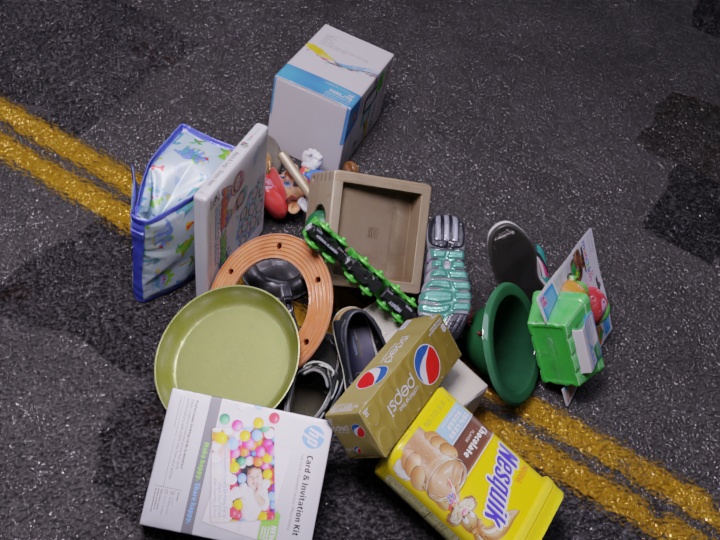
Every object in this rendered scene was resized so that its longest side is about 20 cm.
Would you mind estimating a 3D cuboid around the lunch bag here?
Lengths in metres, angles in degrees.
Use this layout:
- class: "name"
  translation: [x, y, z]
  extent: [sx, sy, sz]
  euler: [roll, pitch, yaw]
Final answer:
- class: "lunch bag"
  translation: [-0.264, -0.076, 1.180]
  extent: [0.126, 0.171, 0.201]
  euler: [21, 48, 6]

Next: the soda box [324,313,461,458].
- class: "soda box"
  translation: [0.044, 0.140, 1.028]
  extent: [0.200, 0.063, 0.068]
  euler: [-45, 112, -41]

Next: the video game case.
- class: "video game case"
  translation: [-0.183, -0.079, 1.185]
  extent: [0.023, 0.202, 0.183]
  euler: [20, 45, 11]

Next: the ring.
- class: "ring"
  translation: [-0.123, 0.049, 1.131]
  extent: [0.197, 0.019, 0.204]
  euler: [-8, 71, 24]

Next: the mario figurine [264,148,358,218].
- class: "mario figurine"
  translation: [-0.076, -0.145, 1.335]
  extent: [0.197, 0.108, 0.123]
  euler: [-11, 7, -33]

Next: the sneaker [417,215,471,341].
- class: "sneaker"
  translation: [0.120, 0.027, 1.190]
  extent: [0.073, 0.088, 0.203]
  euler: [7, 65, 3]

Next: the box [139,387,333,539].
- class: "box"
  translation: [-0.142, 0.237, 0.976]
  extent: [0.196, 0.041, 0.159]
  euler: [13, 73, -5]

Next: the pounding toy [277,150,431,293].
- class: "pounding toy"
  translation: [-0.019, -0.073, 1.226]
  extent: [0.197, 0.188, 0.142]
  euler: [6, 1, -23]

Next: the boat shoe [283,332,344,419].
- class: "boat shoe"
  translation: [-0.057, 0.153, 1.098]
  extent: [0.071, 0.072, 0.202]
  euler: [15, 46, -2]

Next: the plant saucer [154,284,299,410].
- class: "plant saucer"
  translation: [-0.170, 0.117, 1.082]
  extent: [0.196, 0.031, 0.203]
  euler: [-5, 64, 10]

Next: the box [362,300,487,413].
- class: "box"
  translation: [0.074, 0.131, 1.158]
  extent: [0.082, 0.069, 0.200]
  euler: [-29, 61, -35]

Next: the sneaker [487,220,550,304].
- class: "sneaker"
  translation: [0.242, -0.018, 1.286]
  extent: [0.083, 0.201, 0.121]
  euler: [-28, 32, 9]

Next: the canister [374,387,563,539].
- class: "canister"
  translation: [0.130, 0.259, 1.015]
  extent: [0.199, 0.087, 0.149]
  euler: [41, 50, 5]

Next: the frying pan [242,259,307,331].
- class: "frying pan"
  translation: [-0.128, 0.023, 1.230]
  extent: [0.113, 0.031, 0.192]
  euler: [13, 43, -4]

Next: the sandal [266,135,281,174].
- class: "sandal"
  translation: [-0.182, -0.166, 1.366]
  extent: [0.080, 0.055, 0.201]
  euler: [22, 46, 5]

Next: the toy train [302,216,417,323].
- class: "toy train"
  translation: [0.000, 0.000, 1.130]
  extent: [0.199, 0.042, 0.056]
  euler: [41, 6, -18]

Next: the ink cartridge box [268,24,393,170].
- class: "ink cartridge box"
  translation: [-0.053, -0.302, 1.464]
  extent: [0.144, 0.148, 0.201]
  euler: [24, 47, 8]

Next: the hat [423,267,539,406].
- class: "hat"
  translation: [0.155, 0.106, 1.225]
  extent: [0.174, 0.168, 0.200]
  euler: [-9, 25, 36]

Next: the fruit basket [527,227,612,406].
- class: "fruit basket"
  translation: [0.326, 0.067, 1.224]
  extent: [0.093, 0.188, 0.199]
  euler: [6, 34, 43]

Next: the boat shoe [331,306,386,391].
- class: "boat shoe"
  translation: [0.015, 0.142, 1.094]
  extent: [0.073, 0.062, 0.203]
  euler: [-16, 83, -18]
